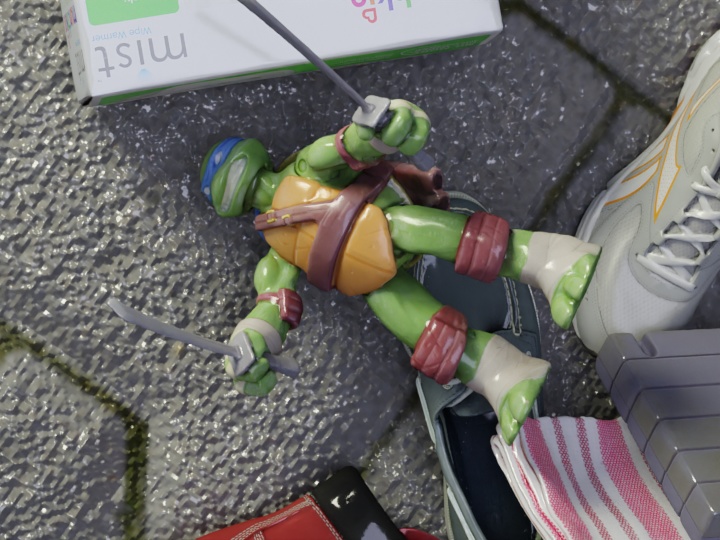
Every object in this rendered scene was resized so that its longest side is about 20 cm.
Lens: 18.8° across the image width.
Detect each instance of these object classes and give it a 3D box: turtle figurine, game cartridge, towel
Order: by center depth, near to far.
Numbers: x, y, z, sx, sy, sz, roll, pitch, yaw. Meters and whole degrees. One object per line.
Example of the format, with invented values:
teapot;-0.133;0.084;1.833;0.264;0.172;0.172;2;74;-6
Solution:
turtle figurine;0.000;0.000;0.988;0.193;0.200;0.144;25;79;6
towel;0.173;0.120;1.047;0.199;0.147;0.030;-1;130;-31
game cartridge;0.228;0.080;1.072;0.199;0.130;0.038;-1;136;-23

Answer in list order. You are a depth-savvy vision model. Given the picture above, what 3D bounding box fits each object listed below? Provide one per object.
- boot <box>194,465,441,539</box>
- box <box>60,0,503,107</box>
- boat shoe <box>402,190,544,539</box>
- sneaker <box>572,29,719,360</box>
boot;-0.003;0.206;1.082;0.144;0.072;0.201;-25;94;-9
box;-0.050;-0.180;1.036;0.199;0.097;0.177;-9;93;-10
boat shoe;0.064;0.059;1.086;0.072;0.062;0.201;-9;95;-8
sneaker;0.171;-0.040;1.085;0.075;0.092;0.201;28;89;-11
